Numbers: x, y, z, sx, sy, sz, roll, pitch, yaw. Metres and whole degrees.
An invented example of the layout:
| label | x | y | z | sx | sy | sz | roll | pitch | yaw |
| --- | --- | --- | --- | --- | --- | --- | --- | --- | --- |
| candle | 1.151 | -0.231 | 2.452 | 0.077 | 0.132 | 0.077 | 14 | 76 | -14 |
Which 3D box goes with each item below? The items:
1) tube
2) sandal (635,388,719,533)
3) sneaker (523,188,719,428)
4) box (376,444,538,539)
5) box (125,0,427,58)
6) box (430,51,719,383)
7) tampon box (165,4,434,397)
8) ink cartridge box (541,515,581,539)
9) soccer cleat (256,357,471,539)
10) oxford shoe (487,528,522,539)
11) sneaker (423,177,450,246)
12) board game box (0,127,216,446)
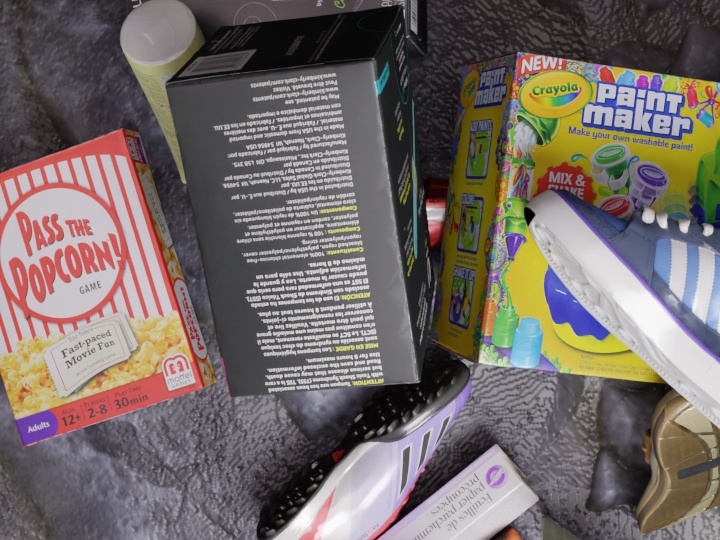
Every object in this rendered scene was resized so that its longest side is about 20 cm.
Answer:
| label | x | y | z | sx | sy | sz | roll | pitch | yaw |
| --- | --- | --- | --- | --- | --- | --- | --- | --- | --- |
| tube | -0.114 | -0.110 | 0.916 | 0.058 | 0.201 | 0.052 | 39 | 77 | 24 |
| sandal | 0.218 | 0.118 | 0.885 | 0.079 | 0.201 | 0.055 | -17 | 54 | -1 |
| sneaker | 0.210 | -0.012 | 0.775 | 0.200 | 0.081 | 0.147 | 44 | 84 | 6 |
| box | 0.038 | 0.208 | 0.963 | 0.199 | 0.041 | 0.039 | -40 | 53 | 5 |
| box | -0.056 | -0.226 | 0.931 | 0.197 | 0.124 | 0.151 | 0 | 92 | 9 |
| box | 0.165 | -0.031 | 0.878 | 0.197 | 0.122 | 0.196 | 6 | 93 | -12 |
| tampon box | -0.028 | -0.046 | 0.832 | 0.124 | 0.150 | 0.203 | -5 | 111 | 10 |
| ink cartridge box | 0.190 | 0.258 | 0.893 | 0.199 | 0.160 | 0.047 | 38 | 95 | 6 |
| soccer cleat | 0.015 | 0.148 | 0.971 | 0.200 | 0.068 | 0.073 | -43 | 109 | 4 |
| oxford shoe | 0.054 | 0.277 | 0.960 | 0.199 | 0.071 | 0.073 | -39 | 91 | 7 |
| sneaker | 0.000 | 0.000 | 0.969 | 0.197 | 0.078 | 0.117 | -5 | 107 | 11 |
| board game box | -0.211 | 0.013 | 1.001 | 0.150 | 0.046 | 0.203 | -19 | 89 | 9 |
